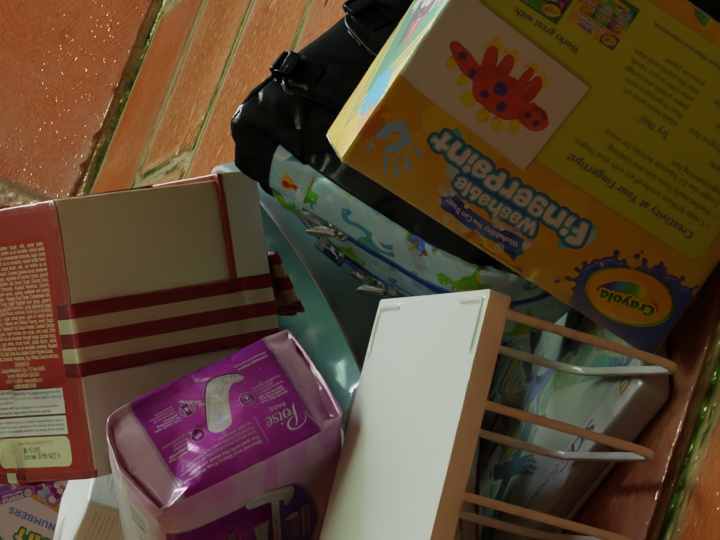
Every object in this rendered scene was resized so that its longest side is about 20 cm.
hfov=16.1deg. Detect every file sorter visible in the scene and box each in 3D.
[{"bbox_3d":[0.066,0.125,1.307,0.139,0.124,0.201,-8,66,68],"label":"file sorter"}]

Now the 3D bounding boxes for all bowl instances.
[{"bbox_3d":[0.000,0.000,1.603,0.105,0.201,0.201,-29,7,-14],"label":"bowl"}]

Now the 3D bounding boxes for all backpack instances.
[{"bbox_3d":[0.050,-0.051,1.456,0.163,0.200,0.154,-44,-34,-31],"label":"backpack"}]

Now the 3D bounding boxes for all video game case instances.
[{"bbox_3d":[0.119,0.064,1.465,0.182,0.022,0.200,-56,17,34],"label":"video game case"}]

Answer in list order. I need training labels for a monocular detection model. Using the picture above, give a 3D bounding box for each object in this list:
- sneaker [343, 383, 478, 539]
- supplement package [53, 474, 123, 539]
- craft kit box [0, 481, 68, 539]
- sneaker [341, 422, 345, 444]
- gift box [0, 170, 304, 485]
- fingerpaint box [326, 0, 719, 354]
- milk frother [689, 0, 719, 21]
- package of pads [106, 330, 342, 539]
[{"bbox_3d":[0.036,0.144,1.419,0.081,0.076,0.200,-99,0,-57],"label":"sneaker"},{"bbox_3d":[-0.095,0.180,1.681,0.121,0.199,0.120,-85,16,-52],"label":"supplement package"},{"bbox_3d":[-0.211,0.183,2.115,0.049,0.200,0.198,-21,48,68],"label":"craft kit box"},{"bbox_3d":[-0.086,0.083,1.646,0.200,0.090,0.067,49,143,36],"label":"sneaker"},{"bbox_3d":[-0.156,0.048,1.513,0.184,0.186,0.201,-1,97,42],"label":"gift box"},{"bbox_3d":[0.111,-0.080,1.321,0.167,0.200,0.073,-57,14,9],"label":"fingerpaint box"},{"bbox_3d":[0.123,-0.163,1.457,0.200,0.188,0.181,-59,14,17],"label":"milk frother"},{"bbox_3d":[-0.074,0.127,1.414,0.076,0.120,0.200,56,163,27],"label":"package of pads"}]
